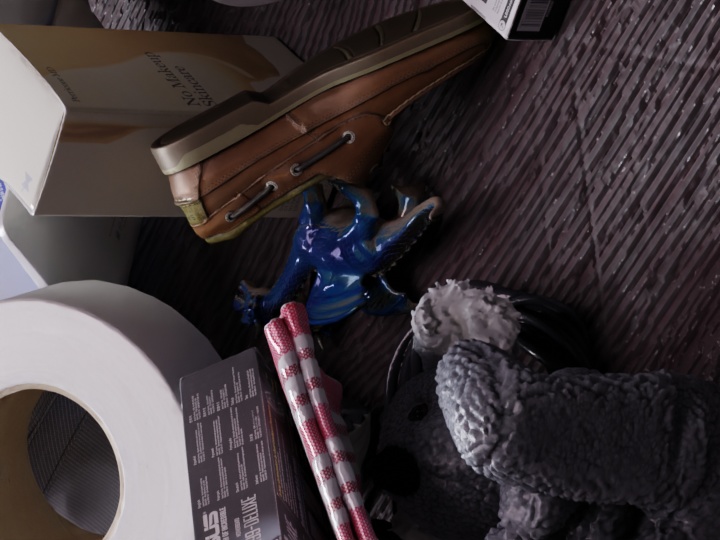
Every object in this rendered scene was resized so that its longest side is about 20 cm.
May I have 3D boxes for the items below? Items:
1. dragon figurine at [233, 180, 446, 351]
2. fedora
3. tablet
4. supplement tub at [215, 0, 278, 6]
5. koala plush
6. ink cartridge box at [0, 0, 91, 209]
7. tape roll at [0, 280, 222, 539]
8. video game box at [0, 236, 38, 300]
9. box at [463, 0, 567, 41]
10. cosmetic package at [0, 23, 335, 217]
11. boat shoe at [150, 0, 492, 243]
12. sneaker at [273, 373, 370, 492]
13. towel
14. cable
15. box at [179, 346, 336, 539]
[{"bbox_3d":[0.000,0.000,1.648,0.200,0.059,0.100,5,95,53],"label":"dragon figurine"},{"bbox_3d":[-0.160,0.120,1.803,0.090,0.177,0.200,30,137,5],"label":"fedora"},{"bbox_3d":[-0.163,-0.057,1.753,0.014,0.130,0.200,-12,45,22],"label":"tablet"},{"bbox_3d":[-0.090,-0.260,1.686,0.200,0.144,0.145,54,131,36],"label":"supplement tub"},{"bbox_3d":[0.080,0.102,1.455,0.200,0.183,0.178,21,114,56],"label":"koala plush"},{"bbox_3d":[-0.203,-0.163,1.773,0.196,0.043,0.200,81,-154,-65],"label":"ink cartridge box"},{"bbox_3d":[-0.163,0.108,1.650,0.202,0.071,0.203,5,101,24],"label":"tape roll"},{"bbox_3d":[-0.219,0.058,1.825,0.182,0.047,0.201,54,-124,-90],"label":"video game box"},{"bbox_3d":[0.092,-0.233,1.537,0.110,0.035,0.200,47,127,41],"label":"box"},{"bbox_3d":[-0.115,-0.085,1.679,0.105,0.200,0.071,45,125,41],"label":"cosmetic package"},{"bbox_3d":[-0.012,-0.082,1.603,0.068,0.200,0.072,63,-172,-13],"label":"boat shoe"},{"bbox_3d":[-0.055,0.107,1.698,0.200,0.077,0.080,-157,60,-64],"label":"sneaker"},{"bbox_3d":[0.001,0.125,1.442,0.146,0.030,0.200,76,174,-72],"label":"towel"},{"bbox_3d":[0.068,0.102,1.570,0.163,0.051,0.200,52,130,38],"label":"cable"},{"bbox_3d":[-0.033,0.161,1.505,0.050,0.158,0.200,-23,36,9],"label":"box"}]
